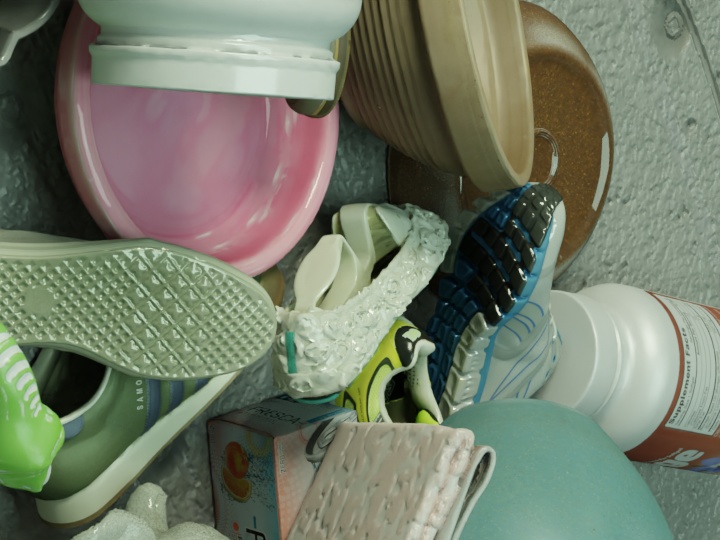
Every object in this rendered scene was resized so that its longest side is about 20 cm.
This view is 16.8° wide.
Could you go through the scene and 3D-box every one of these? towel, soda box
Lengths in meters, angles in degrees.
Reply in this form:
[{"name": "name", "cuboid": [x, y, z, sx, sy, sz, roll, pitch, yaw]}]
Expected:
[{"name": "towel", "cuboid": [-0.010, 0.175, 1.306, 0.032, 0.191, 0.201, 29, 77, -17]}, {"name": "soda box", "cuboid": [-0.039, 0.179, 1.445, 0.068, 0.063, 0.201, -17, 109, -40]}]

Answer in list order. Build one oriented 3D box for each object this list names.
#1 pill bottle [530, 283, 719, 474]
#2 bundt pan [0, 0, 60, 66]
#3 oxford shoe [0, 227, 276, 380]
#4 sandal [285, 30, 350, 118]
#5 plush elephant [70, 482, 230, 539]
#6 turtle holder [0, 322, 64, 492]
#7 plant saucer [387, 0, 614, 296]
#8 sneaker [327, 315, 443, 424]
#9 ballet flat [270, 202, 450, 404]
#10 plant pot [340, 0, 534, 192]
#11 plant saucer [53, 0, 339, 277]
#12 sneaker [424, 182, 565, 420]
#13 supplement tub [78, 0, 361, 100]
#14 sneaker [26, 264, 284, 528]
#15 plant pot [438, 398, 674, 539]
[{"name": "pill bottle", "cuboid": [0.185, 0.070, 1.603, 0.200, 0.112, 0.113, 13, 89, -43]}, {"name": "bundt pan", "cuboid": [-0.232, -0.191, 1.186, 0.201, 0.076, 0.203, -10, 105, -43]}, {"name": "oxford shoe", "cuboid": [-0.142, 0.013, 1.273, 0.199, 0.058, 0.075, 5, 103, -13]}, {"name": "sandal", "cuboid": [-0.031, -0.179, 1.308, 0.054, 0.080, 0.201, 3, 111, -14]}, {"name": "plush elephant", "cuboid": [-0.117, 0.183, 1.268, 0.164, 0.200, 0.155, 27, 96, -36]}, {"name": "turtle holder", "cuboid": [-0.229, 0.041, 1.168, 0.141, 0.185, 0.132, -89, 178, -60]}, {"name": "plant saucer", "cuboid": [0.101, -0.071, 1.552, 0.200, 0.037, 0.201, -9, 104, -43]}, {"name": "sneaker", "cuboid": [0.013, 0.119, 1.474, 0.075, 0.076, 0.201, -26, 117, -39]}, {"name": "ballet flat", "cuboid": [0.000, 0.000, 1.406, 0.200, 0.072, 0.072, -58, 136, -54]}, {"name": "plant pot", "cuboid": [0.034, -0.140, 1.411, 0.201, 0.092, 0.202, -9, 90, -76]}, {"name": "plant saucer", "cuboid": [-0.095, -0.091, 1.337, 0.200, 0.051, 0.201, 2, 87, -47]}, {"name": "sneaker", "cuboid": [0.091, 0.027, 1.491, 0.086, 0.075, 0.200, -3, 132, -32]}, {"name": "supplement tub", "cuboid": [-0.067, -0.188, 1.206, 0.145, 0.145, 0.201, 0, 95, -43]}, {"name": "sneaker", "cuboid": [-0.124, 0.041, 1.335, 0.200, 0.067, 0.090, -49, 130, -24]}, {"name": "plant pot", "cuboid": [0.091, 0.153, 1.402, 0.200, 0.200, 0.135, 33, 49, -42]}]
